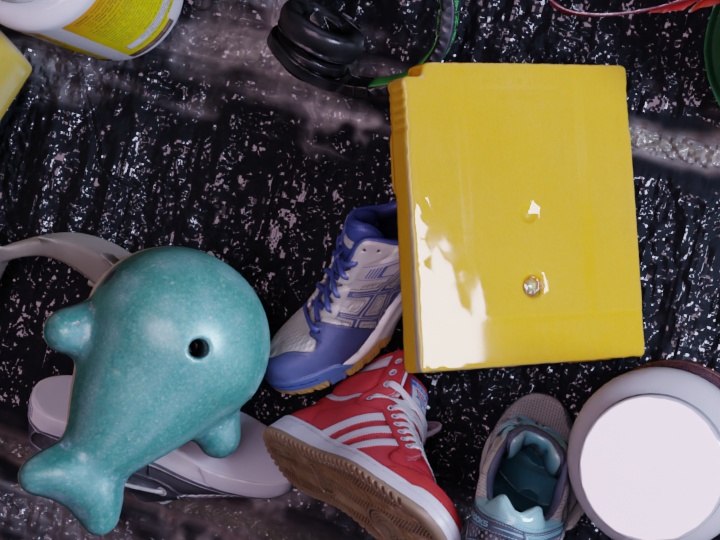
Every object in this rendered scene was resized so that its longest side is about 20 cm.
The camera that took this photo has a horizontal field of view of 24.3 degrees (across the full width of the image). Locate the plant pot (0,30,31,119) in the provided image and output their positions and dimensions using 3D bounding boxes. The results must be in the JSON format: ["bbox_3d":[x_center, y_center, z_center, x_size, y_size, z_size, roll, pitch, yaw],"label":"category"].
[{"bbox_3d":[-0.347,-0.122,1.208,0.201,0.201,0.189,42,83,12],"label":"plant pot"}]

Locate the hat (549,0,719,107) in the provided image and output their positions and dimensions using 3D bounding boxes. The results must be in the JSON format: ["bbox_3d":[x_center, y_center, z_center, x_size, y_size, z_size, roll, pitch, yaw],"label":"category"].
[{"bbox_3d":[0.265,-0.164,1.029,0.200,0.176,0.166,-47,63,12],"label":"hat"}]

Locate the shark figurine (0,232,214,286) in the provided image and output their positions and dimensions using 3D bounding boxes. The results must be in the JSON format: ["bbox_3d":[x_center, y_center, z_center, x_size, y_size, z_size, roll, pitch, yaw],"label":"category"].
[{"bbox_3d":[-0.194,0.003,1.199,0.214,0.090,0.128,29,79,15],"label":"shark figurine"}]

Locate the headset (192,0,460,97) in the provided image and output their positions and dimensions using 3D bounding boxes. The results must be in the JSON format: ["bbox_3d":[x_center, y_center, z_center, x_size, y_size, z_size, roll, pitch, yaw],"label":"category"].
[{"bbox_3d":[-0.027,-0.194,1.177,0.199,0.094,0.124,11,114,9],"label":"headset"}]

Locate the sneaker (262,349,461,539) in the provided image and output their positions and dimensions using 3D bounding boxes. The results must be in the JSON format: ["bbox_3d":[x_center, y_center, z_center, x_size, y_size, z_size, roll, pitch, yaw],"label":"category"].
[{"bbox_3d":[0.028,0.116,1.107,0.112,0.200,0.072,-33,120,-23],"label":"sneaker"}]

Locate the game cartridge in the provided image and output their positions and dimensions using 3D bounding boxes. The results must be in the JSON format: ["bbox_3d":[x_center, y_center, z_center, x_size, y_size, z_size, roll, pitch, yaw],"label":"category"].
[{"bbox_3d":[0.104,-0.037,1.111,0.175,0.032,0.201,-2,86,-25],"label":"game cartridge"}]

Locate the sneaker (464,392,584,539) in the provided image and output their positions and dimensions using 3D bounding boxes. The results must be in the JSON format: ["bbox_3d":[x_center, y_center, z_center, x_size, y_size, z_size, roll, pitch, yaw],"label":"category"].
[{"bbox_3d":[0.114,0.130,1.072,0.077,0.200,0.087,13,122,6],"label":"sneaker"}]

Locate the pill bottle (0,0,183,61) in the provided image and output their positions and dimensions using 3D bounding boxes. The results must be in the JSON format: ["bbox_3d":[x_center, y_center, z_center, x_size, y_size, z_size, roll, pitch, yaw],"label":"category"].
[{"bbox_3d":[-0.203,-0.212,1.158,0.109,0.200,0.110,0,89,14],"label":"pill bottle"}]

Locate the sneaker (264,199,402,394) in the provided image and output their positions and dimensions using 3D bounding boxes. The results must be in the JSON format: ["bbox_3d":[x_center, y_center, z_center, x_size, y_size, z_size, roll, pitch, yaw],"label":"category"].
[{"bbox_3d":[0.000,0.000,1.149,0.200,0.088,0.075,-40,38,4],"label":"sneaker"}]

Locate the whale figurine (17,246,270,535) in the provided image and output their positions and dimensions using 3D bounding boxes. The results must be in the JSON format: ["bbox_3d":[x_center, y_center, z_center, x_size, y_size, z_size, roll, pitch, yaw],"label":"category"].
[{"bbox_3d":[-0.141,0.079,1.112,0.159,0.104,0.200,39,77,-18],"label":"whale figurine"}]

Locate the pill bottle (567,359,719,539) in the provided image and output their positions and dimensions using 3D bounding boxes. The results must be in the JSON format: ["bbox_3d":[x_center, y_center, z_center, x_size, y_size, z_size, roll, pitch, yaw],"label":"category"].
[{"bbox_3d":[0.190,0.114,1.047,0.112,0.200,0.114,0,88,14],"label":"pill bottle"}]

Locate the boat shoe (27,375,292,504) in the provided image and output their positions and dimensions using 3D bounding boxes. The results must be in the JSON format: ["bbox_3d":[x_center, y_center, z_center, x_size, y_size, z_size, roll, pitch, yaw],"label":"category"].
[{"bbox_3d":[-0.145,0.135,1.207,0.199,0.072,0.068,13,125,1],"label":"boat shoe"}]
